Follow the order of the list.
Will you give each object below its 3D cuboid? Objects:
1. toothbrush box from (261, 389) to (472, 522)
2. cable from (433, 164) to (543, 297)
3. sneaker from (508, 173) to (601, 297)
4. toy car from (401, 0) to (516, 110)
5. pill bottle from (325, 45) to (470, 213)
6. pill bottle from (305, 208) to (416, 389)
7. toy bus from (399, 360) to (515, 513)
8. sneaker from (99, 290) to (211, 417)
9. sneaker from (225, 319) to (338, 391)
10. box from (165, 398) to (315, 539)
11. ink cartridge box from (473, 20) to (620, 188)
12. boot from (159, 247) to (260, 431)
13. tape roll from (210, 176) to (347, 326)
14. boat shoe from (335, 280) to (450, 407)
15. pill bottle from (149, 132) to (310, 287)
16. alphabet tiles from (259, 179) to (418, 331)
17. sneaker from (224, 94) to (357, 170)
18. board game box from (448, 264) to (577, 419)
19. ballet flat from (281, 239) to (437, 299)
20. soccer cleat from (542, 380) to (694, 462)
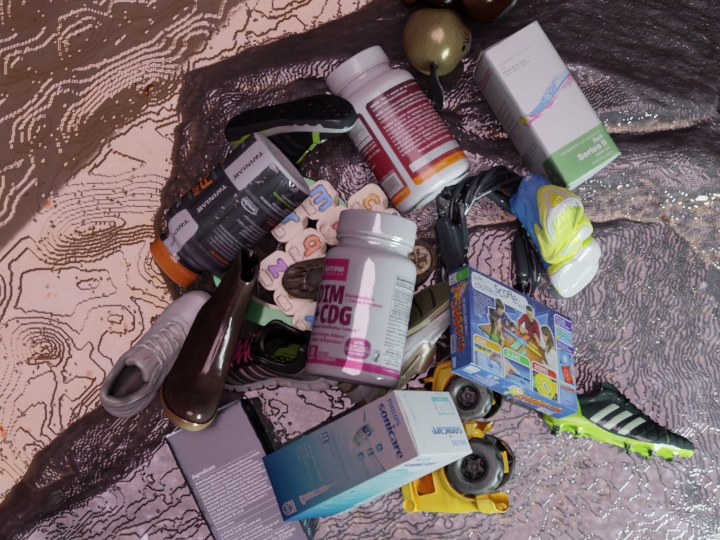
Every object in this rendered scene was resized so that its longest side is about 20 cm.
[{"bbox_3d":[0.009,0.219,1.620,0.200,0.146,0.086,-29,72,25],"label":"toothbrush box"},{"bbox_3d":[0.170,-0.030,1.751,0.163,0.051,0.201,-27,107,-31],"label":"cable"},{"bbox_3d":[0.244,-0.054,1.730,0.076,0.200,0.105,-32,53,-11],"label":"sneaker"},{"bbox_3d":[0.117,-0.303,1.746,0.157,0.164,0.201,7,95,1],"label":"toy car"},{"bbox_3d":[0.045,-0.183,1.753,0.113,0.113,0.200,-33,86,-3],"label":"pill bottle"},{"bbox_3d":[0.005,0.034,1.632,0.113,0.113,0.201,10,82,1],"label":"pill bottle"},{"bbox_3d":[0.090,0.211,1.724,0.191,0.136,0.201,-9,83,15],"label":"toy bus"},{"bbox_3d":[-0.256,0.108,1.735,0.078,0.099,0.200,39,86,3],"label":"sneaker"},{"bbox_3d":[-0.121,0.102,1.714,0.199,0.088,0.074,2,50,27],"label":"sneaker"},{"bbox_3d":[-0.146,0.270,1.698,0.107,0.148,0.200,-27,86,-2],"label":"box"},{"bbox_3d":[0.232,-0.200,1.737,0.087,0.145,0.200,-33,86,-3],"label":"ink cartridge box"},{"bbox_3d":[-0.174,0.078,1.618,0.072,0.200,0.167,21,117,-9],"label":"boot"},{"bbox_3d":[-0.096,-0.022,1.772,0.200,0.048,0.201,0,85,0],"label":"tape roll"},{"bbox_3d":[0.060,0.094,1.713,0.200,0.075,0.068,-40,113,7],"label":"boat shoe"},{"bbox_3d":[-0.167,-0.069,1.691,0.200,0.106,0.106,-41,86,7],"label":"pill bottle"},{"bbox_3d":[-0.026,-0.011,1.738,0.195,0.015,0.200,-37,91,-5],"label":"alphabet tiles"},{"bbox_3d":[-0.082,-0.170,1.748,0.199,0.072,0.083,-2,124,34],"label":"sneaker"},{"bbox_3d":[0.190,0.090,1.686,0.200,0.034,0.136,26,52,-36],"label":"board game box"},{"bbox_3d":[0.000,0.000,1.709,0.199,0.046,0.068,-8,89,-6],"label":"ballet flat"},{"bbox_3d":[0.334,0.189,1.749,0.199,0.068,0.081,16,73,2],"label":"soccer cleat"}]
